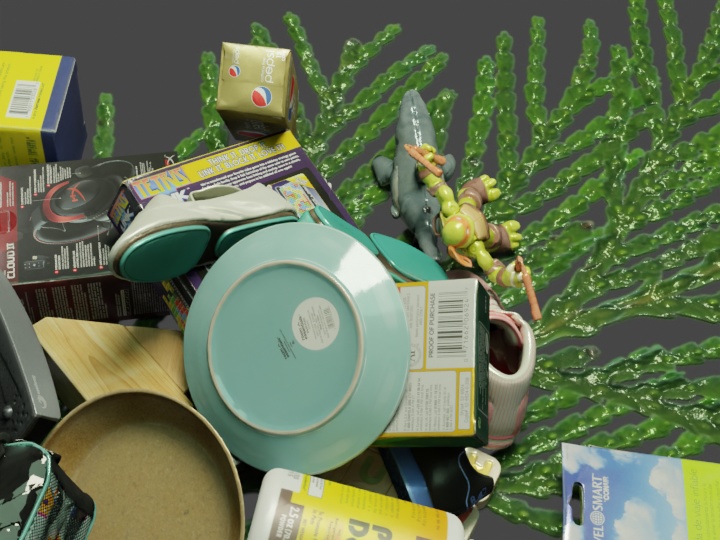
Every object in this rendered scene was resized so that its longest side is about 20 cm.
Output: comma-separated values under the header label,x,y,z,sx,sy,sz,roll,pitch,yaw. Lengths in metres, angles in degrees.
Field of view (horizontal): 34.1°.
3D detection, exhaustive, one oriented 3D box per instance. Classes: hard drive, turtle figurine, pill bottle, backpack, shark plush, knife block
label,x,y,z,sx,sy,sz,roll,pitch,yaw
hard drive,-0.320,0.086,0.987,0.042,0.135,0.201,13,34,-49
turtle figurine,0.110,-0.035,1.114,0.201,0.064,0.161,50,19,7
pill bottle,0.009,0.228,0.902,0.197,0.110,0.110,15,50,-2
backpack,-0.291,0.236,0.833,0.173,0.154,0.202,0,46,18
shark plush,0.051,-0.086,1.185,0.089,0.084,0.202,8,51,2
knife block,-0.195,0.134,0.992,0.197,0.064,0.177,6,49,-2

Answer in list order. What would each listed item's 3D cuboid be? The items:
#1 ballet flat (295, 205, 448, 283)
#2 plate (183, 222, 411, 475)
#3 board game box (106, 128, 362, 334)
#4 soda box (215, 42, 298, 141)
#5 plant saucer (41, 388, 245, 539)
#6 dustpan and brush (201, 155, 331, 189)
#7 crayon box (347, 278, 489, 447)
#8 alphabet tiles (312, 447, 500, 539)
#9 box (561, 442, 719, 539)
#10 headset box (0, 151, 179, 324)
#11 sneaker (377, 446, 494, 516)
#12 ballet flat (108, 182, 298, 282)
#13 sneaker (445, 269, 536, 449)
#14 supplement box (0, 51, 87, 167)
label,x,y,z,sx,sy,sz,roll,pitch,yaw
ballet flat,0.000,0.000,1.034,0.199,0.070,0.068,22,27,-50
plate,-0.057,0.061,0.932,0.197,0.026,0.204,-2,84,20
board game box,-0.103,-0.028,1.068,0.199,0.057,0.166,-23,70,-40
soda box,-0.100,-0.171,1.168,0.067,0.200,0.065,6,87,-1
plant saucer,-0.172,0.194,0.913,0.197,0.035,0.203,-3,81,20
dustpan and brush,-0.107,-0.042,1.146,0.137,0.058,0.202,12,55,-2
crayon box,0.005,0.078,0.962,0.197,0.052,0.128,-3,71,19
alphabet tiles,0.018,0.164,1.024,0.198,0.015,0.196,25,53,14
box,0.262,0.217,0.983,0.197,0.048,0.123,7,50,0
headset box,-0.262,-0.028,1.112,0.197,0.076,0.150,-7,52,-11
sneaker,0.046,0.119,1.010,0.077,0.070,0.202,-16,63,-12
ballet flat,-0.138,-0.037,0.975,0.199,0.070,0.069,-14,50,-46
sneaker,0.113,0.051,1.063,0.074,0.106,0.202,-2,45,-8
supplement box,-0.385,-0.145,1.172,0.197,0.110,0.111,4,51,-3
